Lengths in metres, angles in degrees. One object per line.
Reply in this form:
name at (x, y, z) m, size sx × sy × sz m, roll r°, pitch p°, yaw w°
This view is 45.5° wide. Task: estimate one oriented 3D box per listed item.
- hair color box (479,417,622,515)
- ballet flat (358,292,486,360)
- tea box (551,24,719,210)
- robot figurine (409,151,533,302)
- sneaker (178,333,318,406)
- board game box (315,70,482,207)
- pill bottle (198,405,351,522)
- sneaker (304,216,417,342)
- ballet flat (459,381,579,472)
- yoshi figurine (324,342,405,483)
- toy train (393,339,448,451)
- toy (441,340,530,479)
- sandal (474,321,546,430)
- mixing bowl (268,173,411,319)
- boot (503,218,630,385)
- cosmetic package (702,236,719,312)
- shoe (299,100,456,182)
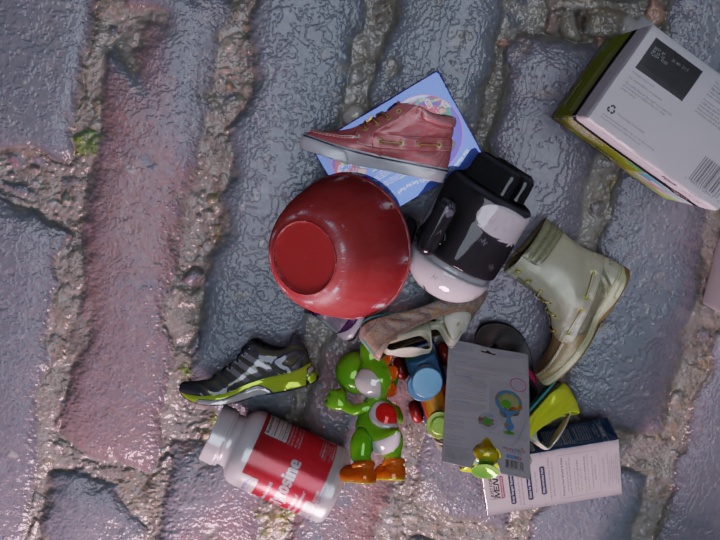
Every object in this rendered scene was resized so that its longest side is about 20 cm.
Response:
hair color box at (0.271, 0.284, 1.245) m, size 0.199 × 0.061 × 0.100 m, roll -10°, pitch 114°, yaw 2°
ballet flat at (0.096, 0.081, 1.187) m, size 0.199 × 0.067 × 0.068 m, roll -17°, pitch 146°, yaw -16°
tea box at (0.377, -0.192, 1.089) m, size 0.200 × 0.197 × 0.134 m, roll 34°, pitch 99°, yaw -5°
robot figurine at (0.144, -0.055, 1.142) m, size 0.150 × 0.125 × 0.200 m, roll 24°, pitch 106°, yaw -17°
sneaker at (-0.165, 0.142, 1.236) m, size 0.199 × 0.074 × 0.081 m, roll -13°, pitch 91°, yaw -3°
board game box at (0.051, -0.164, 1.178) m, size 0.199 × 0.045 × 0.135 m, roll -29°, pitch 99°, yaw 6°
pill bottle at (-0.123, 0.271, 1.232) m, size 0.199 × 0.112 × 0.113 m, roll 25°, pitch 101°, yaw -4°
sneaker at (0.000, 0.000, 1.199) m, size 0.087 × 0.074 × 0.200 m, roll 31°, pitch 101°, yaw 0°
ballet flat at (0.227, 0.231, 1.188) m, size 0.200 × 0.067 × 0.067 m, roll -36°, pitch 82°, yaw -19°
yoshi figurine at (0.008, 0.196, 1.214) m, size 0.111 × 0.112 × 0.201 m, roll -2°, pitch 81°, yaw 11°
toy train at (0.112, 0.207, 1.213) m, size 0.084 × 0.116 × 0.201 m, roll -18°, pitch 100°, yaw 5°
toy at (0.166, 0.190, 1.153) m, size 0.115 × 0.200 × 0.047 m, roll 12°, pitch 133°, yaw -2°
sandal at (0.223, 0.165, 1.239) m, size 0.075 × 0.045 × 0.201 m, roll -20°, pitch 100°, yaw 6°
mixing bowl at (-0.046, -0.024, 1.122) m, size 0.199 × 0.108 × 0.201 m, roll 5°, pitch 101°, yaw 29°
boot at (0.261, 0.045, 1.202) m, size 0.154 × 0.072 × 0.200 m, roll 32°, pitch 95°, yaw -6°
cosmetic package at (0.580, 0.003, 1.122) m, size 0.164 × 0.200 × 0.166 m, roll 12°, pitch 101°, yaw -1°
shoe at (0.025, -0.179, 1.119) m, size 0.199 × 0.071 × 0.091 m, roll 11°, pitch 100°, yaw -6°
